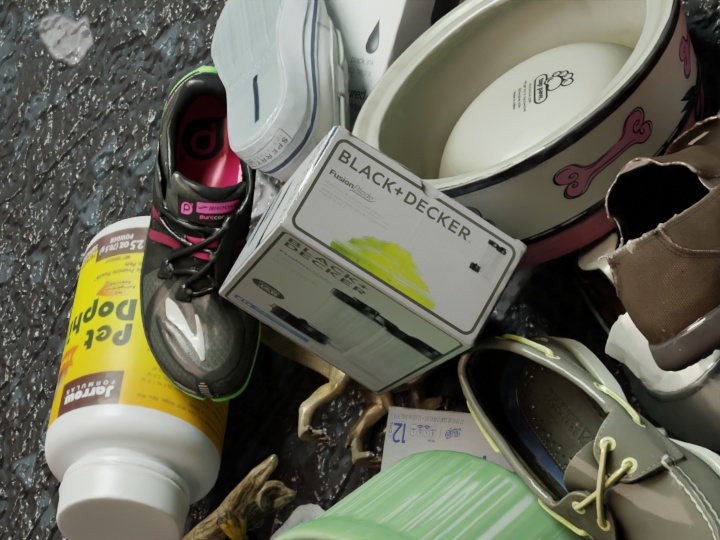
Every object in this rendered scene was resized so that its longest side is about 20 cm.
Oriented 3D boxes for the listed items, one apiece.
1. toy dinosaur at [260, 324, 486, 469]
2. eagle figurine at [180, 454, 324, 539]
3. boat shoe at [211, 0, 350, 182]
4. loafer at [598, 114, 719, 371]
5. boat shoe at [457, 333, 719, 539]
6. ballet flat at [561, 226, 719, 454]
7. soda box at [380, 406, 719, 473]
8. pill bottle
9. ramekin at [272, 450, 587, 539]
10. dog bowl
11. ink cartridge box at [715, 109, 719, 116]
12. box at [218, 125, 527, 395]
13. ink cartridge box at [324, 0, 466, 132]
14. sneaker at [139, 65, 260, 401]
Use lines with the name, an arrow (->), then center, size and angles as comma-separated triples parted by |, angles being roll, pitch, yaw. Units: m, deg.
toy dinosaur -> 0.002, 0.062, 1.271 | 0.199, 0.058, 0.102 | -4, 59, 38
eagle figurine -> -0.042, 0.228, 1.222 | 0.201, 0.150, 0.152 | 55, 165, 9
boat shoe -> -0.041, -0.111, 1.226 | 0.073, 0.067, 0.201 | -36, 32, 28
loafer -> 0.156, -0.032, 0.988 | 0.073, 0.071, 0.200 | -33, 14, 24
boat shoe -> 0.116, 0.096, 1.004 | 0.202, 0.060, 0.072 | 46, 116, 46
ballet flat -> 0.148, 0.027, 1.064 | 0.068, 0.068, 0.200 | -46, 29, 4
soda box -> 0.099, 0.115, 1.130 | 0.199, 0.063, 0.069 | 0, 79, 46
pill bottle -> -0.135, 0.074, 1.323 | 0.109, 0.109, 0.201 | -28, 43, 38
ramekin -> 0.048, 0.189, 1.072 | 0.199, 0.098, 0.201 | 29, 139, 30
dog bowl -> 0.096, -0.083, 1.138 | 0.199, 0.074, 0.201 | -27, 29, 16
ink cartridge box -> 0.262, -0.049, 1.028 | 0.177, 0.045, 0.200 | -57, 45, 18
box -> 0.000, 0.000, 1.117 | 0.060, 0.116, 0.200 | -59, 7, -16
ink cartridge box -> 0.010, -0.169, 1.300 | 0.144, 0.083, 0.202 | 16, 89, 48
sneaker -> -0.097, -0.023, 1.254 | 0.084, 0.076, 0.202 | 92, 175, -84
